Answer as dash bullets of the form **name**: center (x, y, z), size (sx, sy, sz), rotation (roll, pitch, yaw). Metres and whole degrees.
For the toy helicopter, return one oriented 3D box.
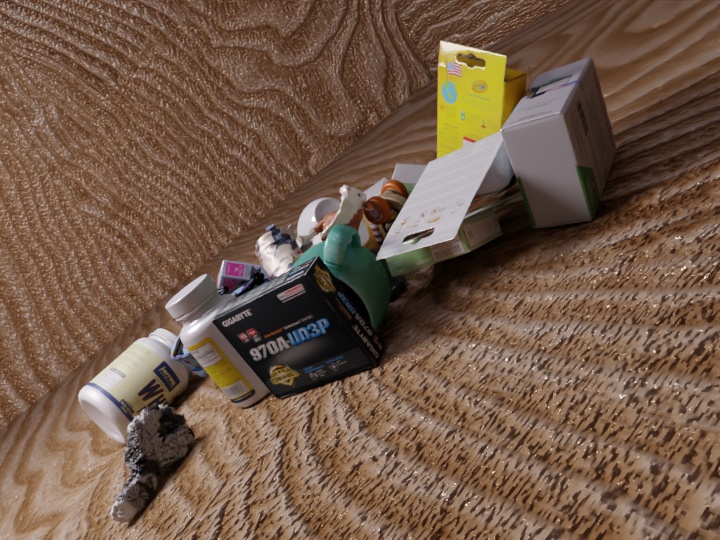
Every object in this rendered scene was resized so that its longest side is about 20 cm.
- **toy helicopter**: center (0.042, -0.052, 1.025), size (0.079, 0.132, 0.200), rotation (-46, -1, -42)

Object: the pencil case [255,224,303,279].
- **pencil case**: center (-0.121, 0.005, 1.076), size (0.089, 0.078, 0.201), rotation (-43, 59, 12)

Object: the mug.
- **mug**: center (-0.022, 0.024, 0.835), size (0.185, 0.152, 0.115), rotation (-39, 11, 38)

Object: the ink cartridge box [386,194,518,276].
- **ink cartridge box**: center (0.149, -0.055, 0.887), size (0.145, 0.048, 0.199), rotation (-21, 1, 43)

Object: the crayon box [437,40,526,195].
- **crayon box**: center (0.173, -0.227, 0.851), size (0.051, 0.202, 0.127), rotation (-28, 43, -29)

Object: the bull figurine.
- **bull figurine**: center (-0.052, -0.054, 0.967), size (0.121, 0.065, 0.201), rotation (-32, -19, -31)

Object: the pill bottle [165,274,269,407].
- **pill bottle**: center (-0.214, 0.109, 0.929), size (0.111, 0.201, 0.111), rotation (-32, 16, 11)

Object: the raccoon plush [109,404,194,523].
- **raccoon plush**: center (-0.355, 0.295, 0.919), size (0.134, 0.097, 0.200), rotation (-33, 15, 42)

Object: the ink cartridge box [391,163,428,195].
- **ink cartridge box**: center (0.129, -0.156, 1.101), size (0.144, 0.048, 0.200), rotation (5, 26, 6)

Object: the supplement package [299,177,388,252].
- **supplement package**: center (-0.005, -0.073, 1.159), size (0.199, 0.114, 0.110), rotation (-32, 17, 19)

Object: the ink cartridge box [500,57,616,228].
- **ink cartridge box**: center (0.272, -0.173, 0.780), size (0.083, 0.146, 0.200), rotation (-8, 30, 37)

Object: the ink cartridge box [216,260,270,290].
- **ink cartridge box**: center (-0.192, 0.025, 1.204), size (0.119, 0.198, 0.042), rotation (139, 135, -67)

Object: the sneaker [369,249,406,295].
- **sneaker**: center (0.000, 0.000, 0.989), size (0.076, 0.091, 0.199), rotation (-45, 17, -23)

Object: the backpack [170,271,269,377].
- **backpack**: center (-0.242, 0.119, 1.080), size (0.182, 0.135, 0.200), rotation (-18, 24, 48)

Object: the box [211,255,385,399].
- **box**: center (-0.087, 0.086, 0.802), size (0.199, 0.160, 0.046), rotation (-24, 21, 35)

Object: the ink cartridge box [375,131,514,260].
- **ink cartridge box**: center (0.122, -0.090, 0.792), size (0.162, 0.050, 0.201), rotation (-15, 41, 53)

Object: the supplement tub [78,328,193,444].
- **supplement tub**: center (-0.441, 0.229, 1.176), size (0.144, 0.146, 0.200), rotation (-17, 25, 50)

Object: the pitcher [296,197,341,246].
- **pitcher**: center (-0.069, -0.093, 1.339), size (0.170, 0.122, 0.200), rotation (-27, -11, -24)
